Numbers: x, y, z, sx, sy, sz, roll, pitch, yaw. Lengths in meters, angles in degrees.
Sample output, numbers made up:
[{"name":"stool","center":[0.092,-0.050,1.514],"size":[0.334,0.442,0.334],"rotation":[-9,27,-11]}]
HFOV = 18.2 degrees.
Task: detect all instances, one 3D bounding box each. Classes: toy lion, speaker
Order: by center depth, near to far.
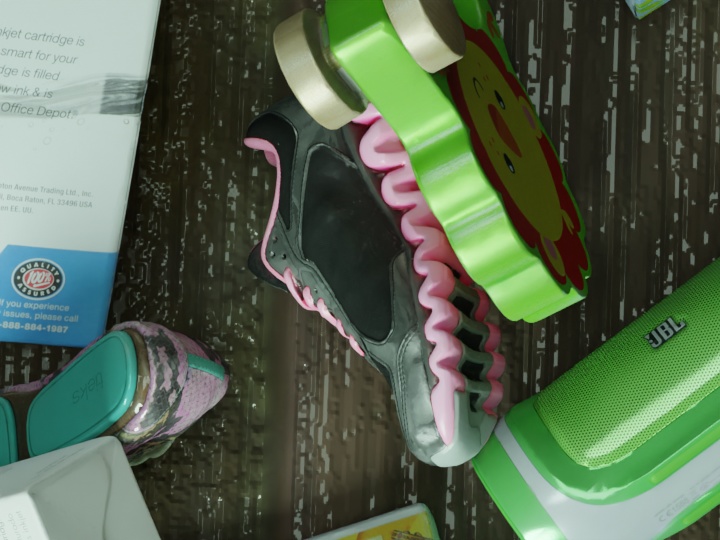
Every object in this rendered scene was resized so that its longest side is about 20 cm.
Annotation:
[{"name":"toy lion","center":[0.038,-0.082,0.954],"size":[0.068,0.192,0.201],"rotation":[-27,42,19]},{"name":"speaker","center":[0.147,0.049,0.961],"size":[0.199,0.088,0.089],"rotation":[-37,82,4]}]

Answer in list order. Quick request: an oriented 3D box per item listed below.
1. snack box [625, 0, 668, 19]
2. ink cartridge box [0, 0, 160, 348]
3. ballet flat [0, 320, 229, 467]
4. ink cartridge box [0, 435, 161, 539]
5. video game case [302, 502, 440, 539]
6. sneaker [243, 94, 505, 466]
[{"name":"snack box","center":[0.162,-0.237,0.987],"size":[0.199,0.068,0.170],"rotation":[-31,83,4]},{"name":"ink cartridge box","center":[-0.170,-0.079,0.958],"size":[0.144,0.084,0.202],"rotation":[6,110,-17]},{"name":"ballet flat","center":[-0.132,0.079,0.996],"size":[0.199,0.071,0.070],"rotation":[-29,56,38]},{"name":"ink cartridge box","center":[-0.172,0.153,0.958],"size":[0.199,0.067,0.118],"rotation":[-18,97,34]},{"name":"video game case","center":[-0.043,0.213,0.973],"size":[0.198,0.023,0.183],"rotation":[-18,59,7]},{"name":"sneaker","center":[0.000,0.000,0.983],"size":[0.095,0.079,0.201],"rotation":[-22,63,14]}]
